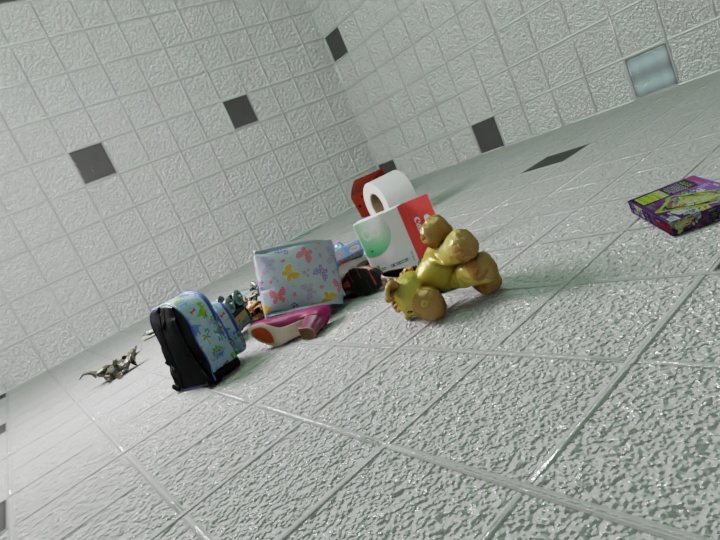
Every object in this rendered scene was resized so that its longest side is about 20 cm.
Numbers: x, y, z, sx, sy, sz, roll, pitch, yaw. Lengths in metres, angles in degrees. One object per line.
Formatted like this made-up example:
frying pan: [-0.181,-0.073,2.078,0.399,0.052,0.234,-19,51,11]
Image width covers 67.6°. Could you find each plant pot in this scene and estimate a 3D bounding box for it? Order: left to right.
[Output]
plant pot: [0.057,-0.407,2.969,0.198,0.201,0.177,-17,24,33]

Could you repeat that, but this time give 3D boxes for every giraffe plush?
giraffe plush: [0.122,0.015,0.934,0.162,0.173,0.200,-48,25,-6]

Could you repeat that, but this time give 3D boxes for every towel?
towel: [-0.849,0.231,2.337,0.198,0.035,0.192,-27,11,-8]

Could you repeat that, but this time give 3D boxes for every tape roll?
tape roll: [0.122,-0.292,2.204,0.138,0.204,0.202,-29,11,-19]

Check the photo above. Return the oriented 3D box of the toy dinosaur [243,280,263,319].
toy dinosaur: [-0.312,0.112,1.626,0.198,0.103,0.136,3,36,19]

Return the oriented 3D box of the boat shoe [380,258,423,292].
boat shoe: [0.130,0.012,1.095,0.198,0.071,0.070,-17,12,30]

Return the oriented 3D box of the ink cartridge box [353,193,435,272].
ink cartridge box: [0.102,-0.079,1.339,0.198,0.162,0.050,-19,14,25]

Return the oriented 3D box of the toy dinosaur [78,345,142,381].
toy dinosaur: [-0.803,0.324,1.744,0.199,0.077,0.102,-31,-1,-5]

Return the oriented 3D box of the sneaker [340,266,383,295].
sneaker: [-0.011,0.021,1.353,0.199,0.074,0.087,-16,12,39]

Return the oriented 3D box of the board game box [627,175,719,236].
board game box: [0.532,-0.110,0.882,0.119,0.033,0.200,-26,11,16]

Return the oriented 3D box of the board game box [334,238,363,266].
board game box: [-0.064,-0.014,1.537,0.150,0.037,0.200,-27,-14,-8]

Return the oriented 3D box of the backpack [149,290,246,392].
backpack: [-0.371,0.147,1.218,0.182,0.202,0.147,-17,13,40]

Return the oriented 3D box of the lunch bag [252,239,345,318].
lunch bag: [-0.147,0.025,1.308,0.198,0.172,0.127,-13,-9,-6]

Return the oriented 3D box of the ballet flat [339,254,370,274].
ballet flat: [0.000,0.000,1.481,0.199,0.070,0.069,-28,11,-21]

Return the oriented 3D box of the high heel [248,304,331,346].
high heel: [-0.160,0.120,1.229,0.198,0.068,0.096,-2,31,27]

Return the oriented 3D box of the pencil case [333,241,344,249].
pencil case: [-0.131,-0.021,1.772,0.198,0.093,0.085,-27,11,-4]

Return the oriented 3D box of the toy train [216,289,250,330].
toy train: [-0.367,0.135,1.483,0.084,0.115,0.200,-19,15,18]
